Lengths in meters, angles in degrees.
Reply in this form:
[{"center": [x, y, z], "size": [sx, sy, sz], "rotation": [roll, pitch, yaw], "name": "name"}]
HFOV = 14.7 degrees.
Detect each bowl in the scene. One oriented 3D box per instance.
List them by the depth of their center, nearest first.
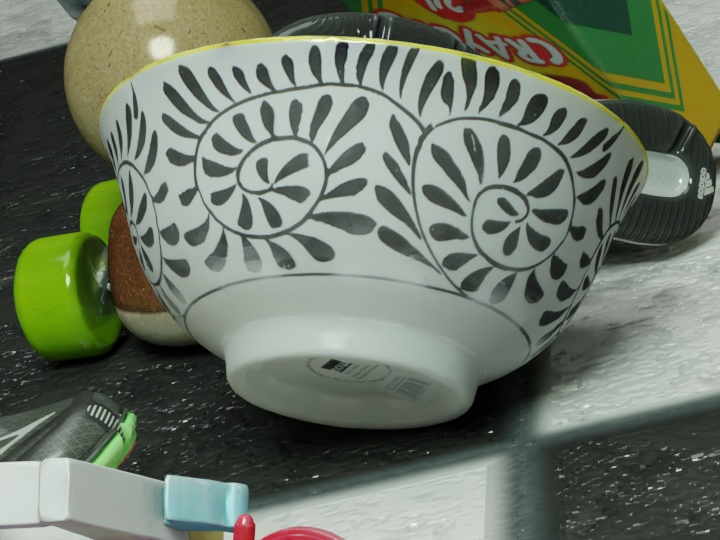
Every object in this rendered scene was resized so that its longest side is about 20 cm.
[{"center": [0.000, 0.000, 0.995], "size": [0.200, 0.094, 0.201], "rotation": [6, -19, 2], "name": "bowl"}]

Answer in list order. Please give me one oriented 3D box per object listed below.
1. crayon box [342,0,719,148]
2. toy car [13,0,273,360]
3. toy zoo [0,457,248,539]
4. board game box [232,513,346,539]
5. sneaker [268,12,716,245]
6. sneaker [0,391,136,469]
[{"center": [0.075, -0.096, 1.191], "size": [0.127, 0.200, 0.051], "rotation": [13, 68, 37], "name": "crayon box"}, {"center": [-0.072, -0.080, 1.198], "size": [0.164, 0.200, 0.158], "rotation": [-10, 17, 20], "name": "toy car"}, {"center": [-0.130, 0.083, 0.888], "size": [0.200, 0.021, 0.131], "rotation": [-4, -14, 17], "name": "toy zoo"}, {"center": [-0.031, 0.093, 0.770], "size": [0.158, 0.039, 0.200], "rotation": [2, 11, -18], "name": "board game box"}, {"center": [0.033, -0.045, 1.138], "size": [0.200, 0.076, 0.115], "rotation": [15, -11, -21], "name": "sneaker"}, {"center": [-0.177, 0.071, 1.000], "size": [0.200, 0.084, 0.077], "rotation": [-11, 17, 16], "name": "sneaker"}]
